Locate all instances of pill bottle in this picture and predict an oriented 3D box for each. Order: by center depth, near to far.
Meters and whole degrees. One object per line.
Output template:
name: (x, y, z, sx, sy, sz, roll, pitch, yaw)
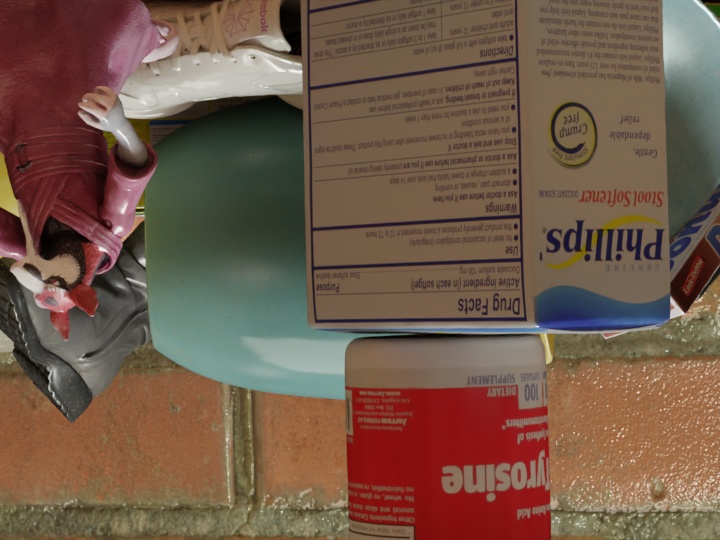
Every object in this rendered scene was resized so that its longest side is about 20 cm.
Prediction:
pill bottle: (0.049, 0.135, 1.217, 0.112, 0.201, 0.112, -2, 180, 0)

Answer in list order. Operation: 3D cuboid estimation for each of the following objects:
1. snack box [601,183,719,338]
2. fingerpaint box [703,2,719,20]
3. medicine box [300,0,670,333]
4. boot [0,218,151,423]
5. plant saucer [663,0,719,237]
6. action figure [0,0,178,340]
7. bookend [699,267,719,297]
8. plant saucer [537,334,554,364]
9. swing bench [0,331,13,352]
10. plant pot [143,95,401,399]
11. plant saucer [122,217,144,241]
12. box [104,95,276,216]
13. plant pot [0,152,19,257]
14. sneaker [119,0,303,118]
snack box: (0.217, -0.034, 1.399, 0.072, 0.024, 0.200, -21, -157, 50)
fingerpaint box: (0.155, -0.133, 1.469, 0.199, 0.074, 0.166, -2, 179, -39)
medicine box: (0.063, -0.067, 1.172, 0.103, 0.201, 0.182, -2, 180, -39)
boot: (-0.180, 0.006, 1.462, 0.132, 0.070, 0.200, -41, 155, -12)
plant saucer: (0.130, -0.091, 1.327, 0.200, 0.202, 0.039, -2, -150, -17)
action figure: (-0.165, -0.056, 1.172, 0.133, 0.201, 0.149, -14, 163, 14)
bookend: (0.270, -0.114, 1.897, 0.200, 0.199, 0.092, -47, -172, -8)
plant saucer: (0.054, -0.044, 1.589, 0.199, 0.201, 0.048, 21, -129, 34)
swing bench: (-0.311, -0.039, 1.743, 0.198, 0.200, 0.130, -3, 137, -36)
plant pot: (-0.051, -0.016, 1.377, 0.160, 0.202, 0.201, -1, 180, -1)
plant saucer: (-0.170, -0.067, 1.694, 0.199, 0.201, 0.032, -2, -155, -28)
box: (-0.146, -0.098, 1.541, 0.199, 0.123, 0.193, -3, 180, -15)
plant pot: (-0.263, -0.070, 1.306, 0.200, 0.202, 0.189, -2, -164, 42)
sneaker: (-0.081, -0.138, 1.290, 0.199, 0.075, 0.100, -2, 161, 0)
